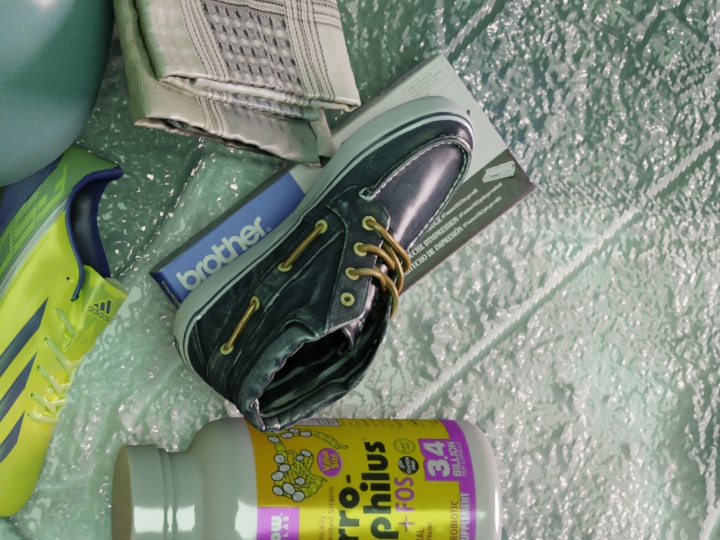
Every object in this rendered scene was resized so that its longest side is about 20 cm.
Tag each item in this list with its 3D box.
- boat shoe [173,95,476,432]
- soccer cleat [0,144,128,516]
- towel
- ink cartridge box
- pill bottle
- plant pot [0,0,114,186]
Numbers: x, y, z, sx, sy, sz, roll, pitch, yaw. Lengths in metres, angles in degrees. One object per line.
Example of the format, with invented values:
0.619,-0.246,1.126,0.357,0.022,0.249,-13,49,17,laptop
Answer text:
0.000,0.000,1.211,0.200,0.091,0.071,-43,132,-5,boat shoe
-0.167,0.031,1.234,0.083,0.065,0.202,6,87,3,soccer cleat
-0.067,-0.156,1.193,0.034,0.192,0.202,-14,79,27,towel
-0.009,-0.022,1.287,0.200,0.044,0.094,-38,98,-10,ink cartridge box
-0.031,0.132,1.255,0.198,0.104,0.105,1,91,-14,pill bottle
-0.203,-0.120,1.178,0.200,0.200,0.135,-38,133,-10,plant pot
